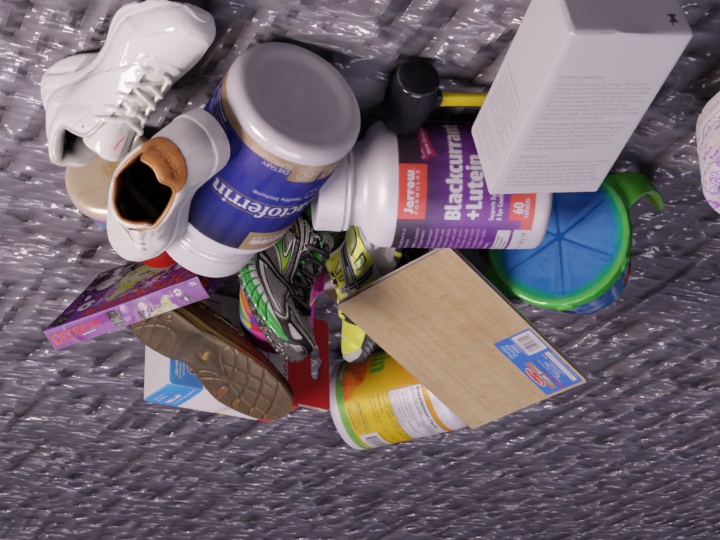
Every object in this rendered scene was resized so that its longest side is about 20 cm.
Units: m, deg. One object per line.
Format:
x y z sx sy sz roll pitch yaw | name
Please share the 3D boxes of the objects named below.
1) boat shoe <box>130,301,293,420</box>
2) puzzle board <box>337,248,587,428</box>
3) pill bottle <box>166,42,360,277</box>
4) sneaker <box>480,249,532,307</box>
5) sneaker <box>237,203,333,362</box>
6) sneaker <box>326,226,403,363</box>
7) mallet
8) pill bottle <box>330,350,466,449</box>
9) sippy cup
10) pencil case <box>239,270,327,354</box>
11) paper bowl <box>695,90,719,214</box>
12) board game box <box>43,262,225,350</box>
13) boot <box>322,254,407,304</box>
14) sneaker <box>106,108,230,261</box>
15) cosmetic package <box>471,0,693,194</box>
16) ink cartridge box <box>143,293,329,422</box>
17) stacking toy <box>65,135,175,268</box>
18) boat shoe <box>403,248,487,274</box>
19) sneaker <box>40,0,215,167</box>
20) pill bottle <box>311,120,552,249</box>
-0.146 0.079 1.523 0.200 0.068 0.072 39 123 -19 | boat shoe
0.097 0.064 1.388 0.200 0.017 0.151 42 133 -22 | puzzle board
-0.092 -0.085 1.210 0.115 0.116 0.200 11 144 -26 | pill bottle
0.147 0.013 1.542 0.199 0.075 0.115 -22 174 13 | sneaker
-0.065 -0.007 1.322 0.085 0.200 0.078 -17 142 6 | sneaker
0.000 0.000 1.432 0.076 0.075 0.201 12 120 2 | sneaker
0.113 -0.139 1.240 0.199 0.041 0.066 3 153 -20 | mallet
0.072 0.140 1.731 0.199 0.111 0.111 -15 152 25 | pill bottle
0.200 -0.017 1.398 0.177 0.140 0.130 -3 164 19 | sippy cup
-0.081 0.027 1.478 0.088 0.089 0.200 0 167 -5 | pencil case
0.380 -0.120 1.219 0.200 0.105 0.201 -3 155 -1 | paper bowl
-0.207 0.015 1.449 0.199 0.120 0.032 -19 115 29 | board game box
0.033 0.023 1.539 0.075 0.074 0.200 -25 146 20 | boot
-0.177 -0.055 1.155 0.085 0.073 0.200 -38 174 -36 | sneaker
0.167 -0.145 1.147 0.101 0.071 0.200 -2 149 -18 | cosmetic package
-0.134 0.097 1.615 0.199 0.117 0.067 14 151 -31 | ink cartridge box
-0.201 -0.055 1.347 0.085 0.086 0.200 -6 161 7 | stacking toy
0.106 0.042 1.461 0.064 0.201 0.071 -26 -178 32 | boat shoe
-0.178 -0.136 1.140 0.078 0.100 0.200 18 148 -36 | sneaker
0.059 -0.075 1.276 0.199 0.112 0.112 0 155 -6 | pill bottle
